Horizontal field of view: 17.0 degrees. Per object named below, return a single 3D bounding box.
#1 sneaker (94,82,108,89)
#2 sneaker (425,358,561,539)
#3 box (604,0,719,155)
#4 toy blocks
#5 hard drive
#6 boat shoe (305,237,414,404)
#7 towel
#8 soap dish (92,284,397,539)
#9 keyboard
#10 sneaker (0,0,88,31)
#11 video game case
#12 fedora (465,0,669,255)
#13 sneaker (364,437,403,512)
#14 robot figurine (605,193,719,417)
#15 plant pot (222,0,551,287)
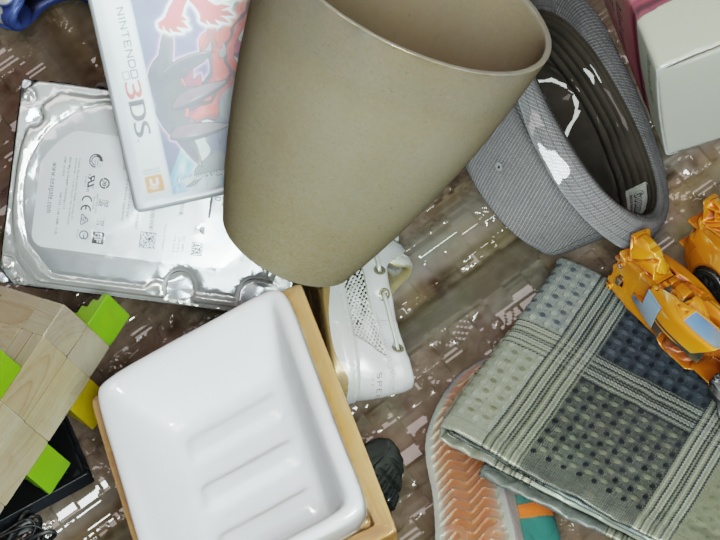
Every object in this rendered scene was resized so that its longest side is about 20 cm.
[{"bbox_3d":[-0.150,-0.104,1.668,0.200,0.082,0.077,-43,59,-10],"label":"sneaker"},{"bbox_3d":[0.087,0.148,1.528,0.071,0.080,0.201,-16,43,21],"label":"sneaker"},{"bbox_3d":[0.220,-0.203,1.626,0.108,0.128,0.201,-19,63,2],"label":"box"},{"bbox_3d":[-0.261,0.086,1.595,0.136,0.100,0.201,13,64,47],"label":"toy blocks"},{"bbox_3d":[-0.137,-0.048,1.618,0.198,0.038,0.141,8,91,-3],"label":"hard drive"},{"bbox_3d":[0.000,0.000,1.610,0.069,0.071,0.201,-2,60,-10],"label":"boat shoe"},{"bbox_3d":[0.165,0.092,1.508,0.192,0.035,0.200,28,44,13],"label":"towel"},{"bbox_3d":[-0.069,0.126,1.482,0.157,0.081,0.201,-29,51,7],"label":"soap dish"},{"bbox_3d":[-0.268,0.178,1.599,0.199,0.040,0.104,-28,41,-2],"label":"keyboard"},{"bbox_3d":[-0.277,-0.214,1.750,0.198,0.075,0.089,-14,64,4],"label":"sneaker"},{"bbox_3d":[-0.070,-0.146,1.568,0.198,0.023,0.184,-12,106,-2],"label":"video game case"},{"bbox_3d":[0.122,-0.090,1.593,0.090,0.176,0.201,-30,73,28],"label":"fedora"},{"bbox_3d":[-0.060,0.167,1.539,0.200,0.076,0.091,-38,59,-10],"label":"sneaker"},{"bbox_3d":[0.258,0.042,1.518,0.144,0.058,0.200,-26,56,-35],"label":"robot figurine"},{"bbox_3d":[-0.008,-0.096,1.496,0.187,0.187,0.201,43,122,24],"label":"plant pot"}]
